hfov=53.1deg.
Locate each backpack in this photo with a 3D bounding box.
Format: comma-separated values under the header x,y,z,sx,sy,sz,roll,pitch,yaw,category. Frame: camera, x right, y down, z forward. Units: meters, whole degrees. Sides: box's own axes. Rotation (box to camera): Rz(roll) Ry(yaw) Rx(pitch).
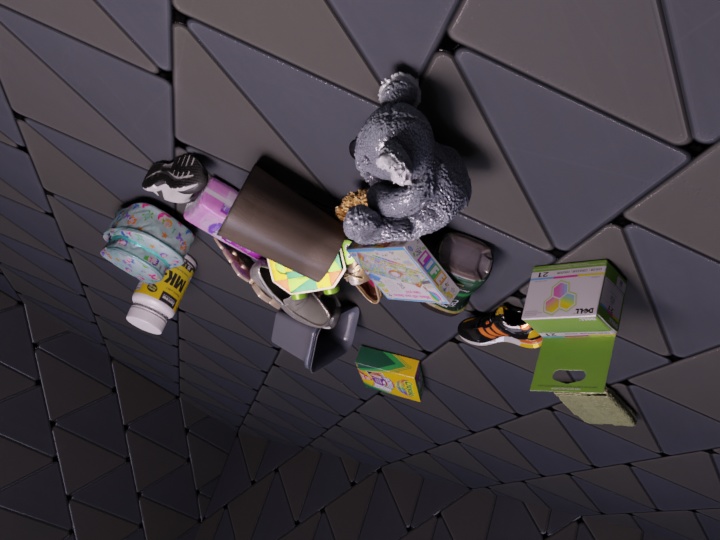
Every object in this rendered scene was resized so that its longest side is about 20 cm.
x,y,z,sx,sy,sz,roll,pitch,yaw,category
-0.480,-0.065,1.631,0.177,0.152,0.198,37,147,-30,backpack

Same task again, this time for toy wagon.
x,y,z,sx,sy,sz,roll,pitch,yaw,category
-0.082,-0.029,1.376,0.197,0.040,0.158,-9,105,15,toy wagon

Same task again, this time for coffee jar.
x,y,z,sx,sy,sz,roll,pitch,yaw,category
0.167,0.013,1.318,0.103,0.086,0.201,21,157,2,coffee jar

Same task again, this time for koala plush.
x,y,z,sx,sy,sz,roll,pitch,yaw,category
0.057,-0.153,0.973,0.180,0.180,0.201,2,152,13,koala plush

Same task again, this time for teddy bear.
x,y,z,sx,sy,sz,roll,pitch,yaw,category
0.035,-0.096,1.219,0.198,0.068,0.145,-2,150,44,teddy bear

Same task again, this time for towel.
x,y,z,sx,sy,sz,roll,pitch,yaw,category
0.556,0.315,1.703,0.147,0.037,0.199,-6,144,45,towel

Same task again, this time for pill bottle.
x,y,z,sx,sy,sz,roll,pitch,yaw,category
-0.501,0.049,1.810,0.112,0.203,0.115,17,157,7,pill bottle

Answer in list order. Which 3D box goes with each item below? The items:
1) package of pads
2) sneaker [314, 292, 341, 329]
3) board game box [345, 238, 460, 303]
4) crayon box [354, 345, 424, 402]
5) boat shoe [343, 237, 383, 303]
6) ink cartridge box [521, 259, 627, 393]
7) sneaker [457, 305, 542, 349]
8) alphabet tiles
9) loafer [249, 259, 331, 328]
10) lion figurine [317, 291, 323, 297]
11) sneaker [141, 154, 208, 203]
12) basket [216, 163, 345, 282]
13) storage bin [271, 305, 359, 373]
x,y,z,sx,sy,sz,roll,pitch,yaw,category
-0.245,-0.097,1.442,0.198,0.077,0.120,31,157,-22,package of pads
-0.126,0.060,1.572,0.114,0.076,0.200,20,-170,-33,sneaker
0.071,-0.003,1.277,0.135,0.034,0.199,50,158,-21,board game box
0.086,0.291,2.015,0.170,0.059,0.201,14,155,17,crayon box
0.000,0.000,1.449,0.073,0.070,0.200,2,150,37,boat shoe
0.344,0.093,1.195,0.147,0.203,0.075,-8,144,47,ink cartridge box
0.279,0.101,1.454,0.198,0.070,0.091,2,135,37,sneaker
-0.238,-0.004,1.547,0.201,0.015,0.196,52,-176,28,alphabet tiles
-0.140,0.051,1.464,0.199,0.070,0.070,36,172,-15,loafer
-0.105,-0.009,1.491,0.123,0.072,0.200,47,157,-3,lion figurine
-0.339,-0.170,1.381,0.198,0.075,0.080,7,157,49,sneaker
-0.133,-0.077,1.274,0.198,0.137,0.181,29,-163,-12,basket
-0.113,0.145,1.703,0.133,0.148,0.199,22,-158,24,storage bin
